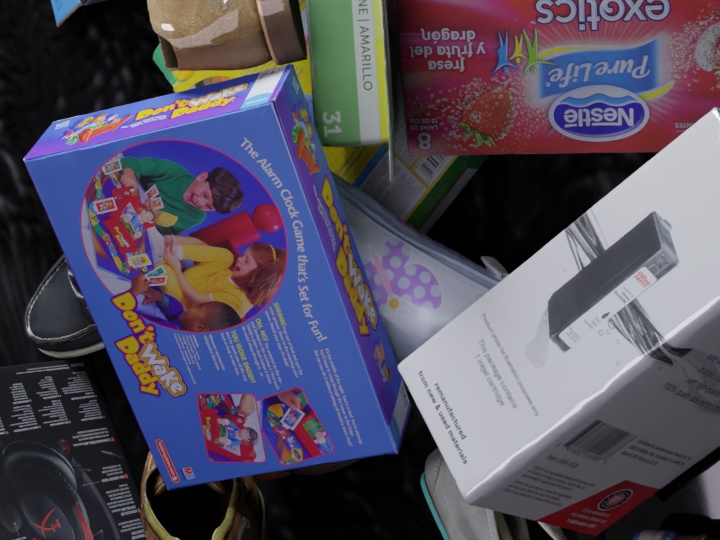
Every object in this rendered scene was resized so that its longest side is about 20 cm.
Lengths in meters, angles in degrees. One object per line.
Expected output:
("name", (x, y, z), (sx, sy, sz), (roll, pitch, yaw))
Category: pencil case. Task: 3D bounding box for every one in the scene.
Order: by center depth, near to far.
("pencil case", (0.000, 0.000, 0.883), (0.199, 0.084, 0.091), (30, 140, -6))

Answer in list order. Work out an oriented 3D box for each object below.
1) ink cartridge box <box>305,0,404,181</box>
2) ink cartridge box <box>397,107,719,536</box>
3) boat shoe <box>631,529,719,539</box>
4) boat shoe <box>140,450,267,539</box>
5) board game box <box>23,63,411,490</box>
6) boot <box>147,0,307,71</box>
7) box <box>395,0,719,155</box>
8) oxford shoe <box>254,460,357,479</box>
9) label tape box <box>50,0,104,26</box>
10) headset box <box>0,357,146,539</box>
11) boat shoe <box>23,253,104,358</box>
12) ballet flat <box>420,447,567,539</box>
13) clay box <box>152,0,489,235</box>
("ink cartridge box", (-0.005, -0.132, 0.799), (0.047, 0.200, 0.147), (-3, 105, 6))
("ink cartridge box", (0.141, 0.032, 0.787), (0.200, 0.144, 0.084), (-39, 58, 19))
("boat shoe", (0.176, 0.239, 0.853), (0.072, 0.072, 0.202), (-1, 91, 27))
("boat shoe", (-0.088, 0.131, 0.918), (0.071, 0.200, 0.069), (-16, 115, -9))
("board game box", (-0.068, 0.009, 0.828), (0.133, 0.045, 0.202), (-10, 117, 17))
("boot", (-0.075, -0.174, 0.840), (0.075, 0.074, 0.201), (-13, 44, 5))
("box", (0.122, -0.119, 0.813), (0.198, 0.100, 0.096), (0, 117, 10))
("oxford shoe", (-0.043, 0.024, 0.958), (0.072, 0.071, 0.202), (-5, 109, 21))
("label tape box", (-0.142, -0.253, 1.001), (0.200, 0.063, 0.146), (-24, 79, 58))
("headset box", (-0.203, 0.163, 1.010), (0.075, 0.148, 0.202), (-28, 79, 26))
("boat shoe", (-0.150, -0.008, 1.019), (0.198, 0.066, 0.075), (-27, 70, 26))
("ballet flat", (0.094, 0.185, 0.900), (0.063, 0.067, 0.202), (-25, 80, 19))
("clay box", (-0.026, -0.101, 0.964), (0.200, 0.047, 0.115), (48, 114, 19))
